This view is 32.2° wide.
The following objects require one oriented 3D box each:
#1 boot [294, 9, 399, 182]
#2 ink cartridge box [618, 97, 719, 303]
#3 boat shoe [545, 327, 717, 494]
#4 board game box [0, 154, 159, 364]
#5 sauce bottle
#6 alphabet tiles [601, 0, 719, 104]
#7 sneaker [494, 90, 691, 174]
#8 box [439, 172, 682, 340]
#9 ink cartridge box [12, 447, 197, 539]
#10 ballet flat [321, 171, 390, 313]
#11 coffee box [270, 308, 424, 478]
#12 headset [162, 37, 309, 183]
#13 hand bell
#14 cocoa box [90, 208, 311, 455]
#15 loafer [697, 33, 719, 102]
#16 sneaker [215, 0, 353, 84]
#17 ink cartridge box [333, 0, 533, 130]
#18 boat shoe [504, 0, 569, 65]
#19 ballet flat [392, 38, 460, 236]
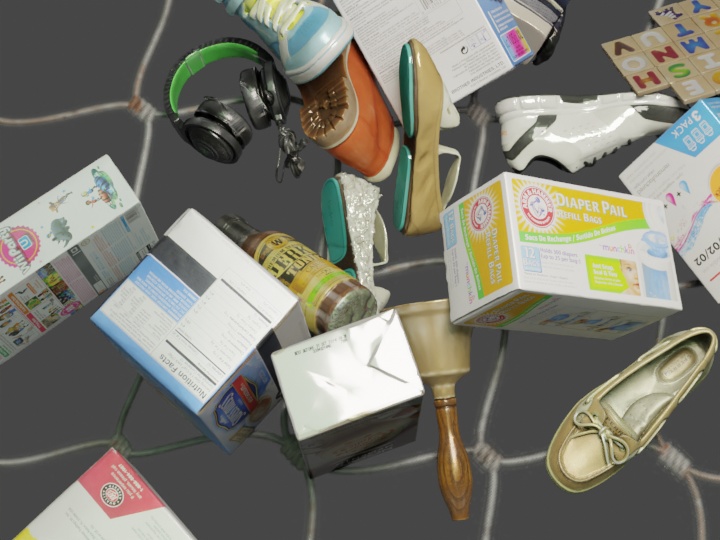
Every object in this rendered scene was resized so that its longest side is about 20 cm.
[{"bbox_3d":[-0.011,-0.177,1.274,0.075,0.107,0.202,-30,43,27],"label":"boot"},{"bbox_3d":[0.358,-0.052,1.192,0.115,0.068,0.201,-46,71,32],"label":"ink cartridge box"},{"bbox_3d":[0.253,0.127,1.165,0.200,0.063,0.073,-37,74,-11],"label":"boat shoe"},{"bbox_3d":[-0.293,-0.007,1.178,0.199,0.148,0.064,-36,75,-11],"label":"board game box"},{"bbox_3d":[-0.070,0.003,1.182,0.199,0.065,0.065,31,73,38],"label":"sauce bottle"},{"bbox_3d":[0.352,-0.230,1.255,0.198,0.008,0.168,-17,41,-3],"label":"alphabet tiles"},{"bbox_3d":[0.236,-0.137,1.260,0.197,0.074,0.081,-3,85,5],"label":"sneaker"},{"bbox_3d":[0.182,-0.009,1.145,0.198,0.101,0.114,6,68,-32],"label":"box"},{"bbox_3d":[-0.243,0.284,1.112,0.200,0.084,0.145,-42,75,-12],"label":"ink cartridge box"},{"bbox_3d":[0.000,0.000,1.216,0.071,0.072,0.202,-1,73,1],"label":"ballet flat"},{"bbox_3d":[-0.009,0.114,1.103,0.113,0.200,0.080,-19,73,-5],"label":"coffee box"},{"bbox_3d":[-0.121,-0.165,1.256,0.123,0.094,0.200,-38,63,-10],"label":"headset"},{"bbox_3d":[0.081,0.131,1.171,0.103,0.104,0.203,-7,84,-1],"label":"hand bell"},{"bbox_3d":[-0.134,0.062,1.123,0.133,0.200,0.131,39,78,13],"label":"cocoa box"},{"bbox_3d":[0.379,-0.144,1.254,0.069,0.075,0.201,-23,63,-3],"label":"loafer"},{"bbox_3d":[-0.086,-0.257,1.218,0.080,0.200,0.130,-48,115,-2],"label":"sneaker"},{"bbox_3d":[0.060,-0.262,1.230,0.136,0.076,0.201,-27,97,29],"label":"ink cartridge box"},{"bbox_3d":[0.129,-0.300,1.300,0.199,0.075,0.093,36,55,-2],"label":"boat shoe"},{"bbox_3d":[0.066,-0.129,1.211,0.062,0.202,0.069,-3,30,-10],"label":"ballet flat"}]
